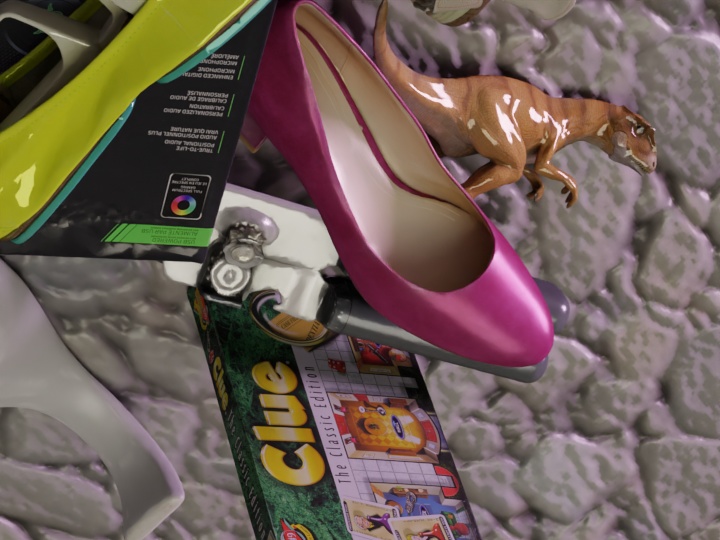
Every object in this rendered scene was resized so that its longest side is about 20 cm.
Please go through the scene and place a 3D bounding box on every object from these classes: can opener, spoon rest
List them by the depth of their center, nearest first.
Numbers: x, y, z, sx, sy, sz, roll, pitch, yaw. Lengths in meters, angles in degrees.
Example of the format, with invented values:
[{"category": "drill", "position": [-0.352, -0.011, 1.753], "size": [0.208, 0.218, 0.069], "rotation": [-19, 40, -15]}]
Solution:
[{"category": "can opener", "position": [0.000, 0.000, 1.058], "size": [0.199, 0.067, 0.053], "rotation": [17, 111, -14]}, {"category": "spoon rest", "position": [-0.170, 0.053, 1.082], "size": [0.099, 0.061, 0.200], "rotation": [-41, 118, 17]}]

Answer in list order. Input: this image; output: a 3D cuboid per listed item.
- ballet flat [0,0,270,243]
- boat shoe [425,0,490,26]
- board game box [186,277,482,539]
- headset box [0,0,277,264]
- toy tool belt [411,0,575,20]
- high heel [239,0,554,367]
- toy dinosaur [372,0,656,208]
[{"category": "ballet flat", "position": [-0.095, -0.088, 0.835], "size": [0.067, 0.067, 0.200], "rotation": [37, 115, -25]}, {"category": "boat shoe", "position": [0.054, -0.196, 0.924], "size": [0.076, 0.072, 0.201], "rotation": [19, 115, -16]}, {"category": "board game box", "position": [-0.011, 0.076, 1.048], "size": [0.104, 0.201, 0.024], "rotation": [3, 132, -23]}, {"category": "headset box", "position": [-0.134, -0.099, 0.919], "size": [0.173, 0.093, 0.201], "rotation": [3, 131, -21]}, {"category": "toy tool belt", "position": [0.026, -0.188, 0.826], "size": [0.122, 0.125, 0.201], "rotation": [7, 137, 13]}, {"category": "high heel", "position": [0.021, -0.037, 0.981], "size": [0.067, 0.200, 0.096], "rotation": [-44, -174, -25]}, {"category": "toy dinosaur", "position": [0.049, -0.068, 1.049], "size": [0.199, 0.060, 0.107], "rotation": [11, 115, -40]}]
